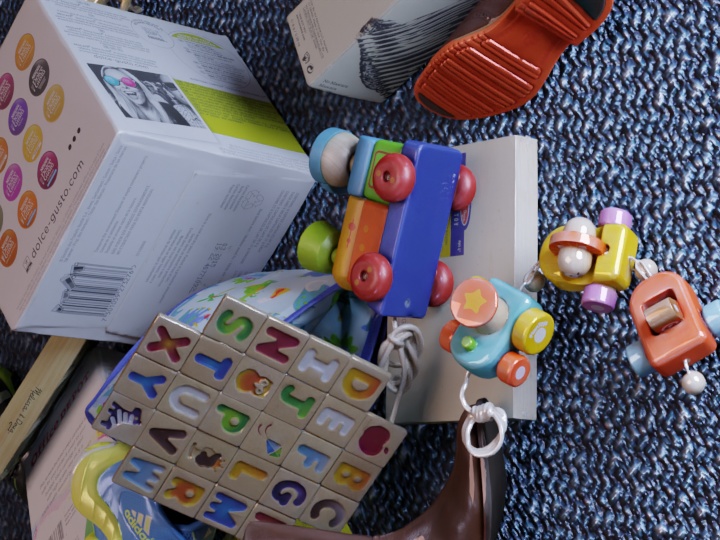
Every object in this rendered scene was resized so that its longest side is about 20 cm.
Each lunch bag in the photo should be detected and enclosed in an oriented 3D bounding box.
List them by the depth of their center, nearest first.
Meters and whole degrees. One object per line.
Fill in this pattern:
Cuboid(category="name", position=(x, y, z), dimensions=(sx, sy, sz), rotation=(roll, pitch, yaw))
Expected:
Cuboid(category="lunch bag", position=(-0.081, 0.074, 1.492), dimensions=(0.170, 0.128, 0.200), rotation=(-2, 45, 49))

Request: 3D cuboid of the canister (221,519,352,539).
Cuboid(category="canister", position=(-0.080, 0.279, 1.503), dimensions=(0.200, 0.086, 0.149), rotation=(-54, 48, 31))

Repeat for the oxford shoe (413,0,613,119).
Cuboid(category="oxford shoe", position=(0.111, -0.172, 1.380), dimensions=(0.200, 0.071, 0.073), rotation=(-34, 31, 44))

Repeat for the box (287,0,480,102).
Cuboid(category="box", position=(0.039, -0.210, 1.443), dimensions=(0.200, 0.082, 0.069), rotation=(-40, 55, 39))

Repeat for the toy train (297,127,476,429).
Cuboid(category="toy train", position=(0.000, 0.000, 1.404), dimensions=(0.115, 0.084, 0.201), rotation=(19, 99, 41))

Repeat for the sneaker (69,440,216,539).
Cuboid(category="sneaker", position=(-0.151, 0.224, 1.454), dimensions=(0.105, 0.076, 0.201), rotation=(-6, 106, 37))

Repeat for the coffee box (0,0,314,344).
Cuboid(category="coffee box", position=(-0.193, -0.078, 1.597), dimensions=(0.200, 0.199, 0.198), rotation=(-57, 46, 26))

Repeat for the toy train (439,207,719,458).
Cuboid(category="toy train", position=(0.133, 0.034, 1.276), dimensions=(0.199, 0.056, 0.151), rotation=(-26, 53, 21))

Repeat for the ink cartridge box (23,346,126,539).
Cuboid(category="ink cartridge box", position=(-0.205, 0.185, 1.625), dimensions=(0.146, 0.087, 0.200), rotation=(-56, 33, 27))

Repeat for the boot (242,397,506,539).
Cuboid(category="boot", position=(-0.001, 0.179, 1.360), dimensions=(0.199, 0.064, 0.188), rotation=(1, 92, 15))

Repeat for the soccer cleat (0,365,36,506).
Cuboid(category="soccer cleat", position=(-0.333, 0.155, 1.813), dimensions=(0.200, 0.081, 0.068), rotation=(49, 120, 41))

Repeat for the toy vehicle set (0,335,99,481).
Cuboid(category="toy vehicle set", position=(-0.265, 0.093, 1.680), dimensions=(0.026, 0.124, 0.200), rotation=(35, 115, -1))

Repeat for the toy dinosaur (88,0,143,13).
Cuboid(category="toy dinosaur", position=(-0.222, -0.286, 1.736), dimensions=(0.058, 0.101, 0.201), rotation=(5, 89, 49))

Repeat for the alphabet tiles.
Cuboid(category="alphabet tiles", position=(-0.076, 0.110, 1.365), dimensions=(0.167, 0.199, 0.006), rotation=(-57, 20, 20))

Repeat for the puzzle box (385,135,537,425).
Cuboid(category="puzzle box", position=(0.073, 0.009, 1.412), dimensions=(0.133, 0.025, 0.201), rotation=(-6, 79, 49))
